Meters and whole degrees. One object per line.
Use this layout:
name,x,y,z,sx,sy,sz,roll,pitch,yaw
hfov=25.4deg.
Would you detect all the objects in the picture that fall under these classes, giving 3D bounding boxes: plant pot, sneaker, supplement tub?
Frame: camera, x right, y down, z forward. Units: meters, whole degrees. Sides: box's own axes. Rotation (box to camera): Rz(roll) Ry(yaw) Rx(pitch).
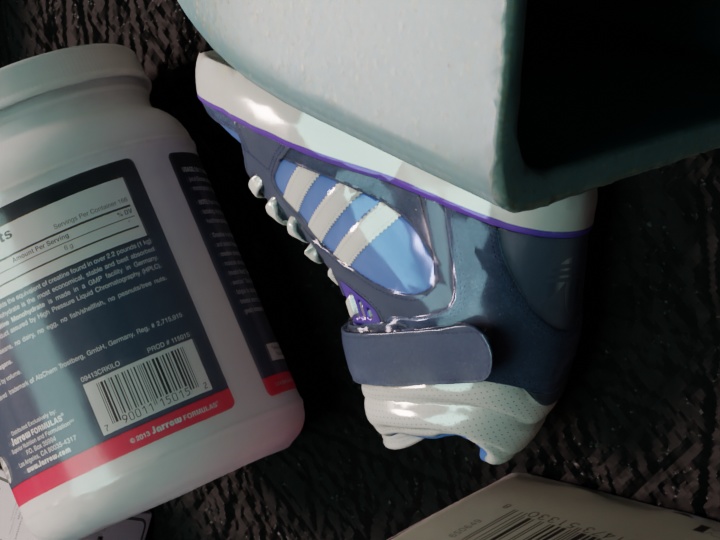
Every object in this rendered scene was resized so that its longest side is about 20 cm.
plant pot,0.033,-0.151,0.497,0.199,0.195,0.198,19,116,40
sneaker,0.000,0.000,0.661,0.199,0.080,0.147,25,116,31
supplement tub,-0.123,0.012,0.745,0.140,0.140,0.201,-29,83,46

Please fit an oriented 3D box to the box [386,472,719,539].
box,0.082,0.198,0.626,0.127,0.109,0.201,9,109,42

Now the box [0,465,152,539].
box,-0.218,0.164,0.917,0.199,0.060,0.117,12,85,42
